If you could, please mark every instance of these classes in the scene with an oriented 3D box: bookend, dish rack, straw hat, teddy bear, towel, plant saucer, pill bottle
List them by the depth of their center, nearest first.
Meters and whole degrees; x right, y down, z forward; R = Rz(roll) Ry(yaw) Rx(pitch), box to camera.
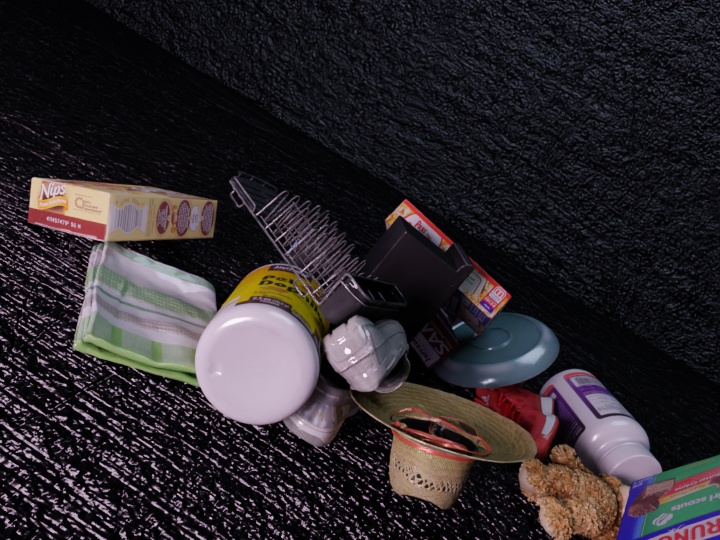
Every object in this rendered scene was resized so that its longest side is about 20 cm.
[{"bbox_3d":[0.067,0.178,0.602,0.198,0.086,0.201,14,4,-1],"label":"straw hat"},{"bbox_3d":[-0.086,0.059,0.620,0.108,0.110,0.200,28,13,-6],"label":"pill bottle"},{"bbox_3d":[-0.045,-0.027,0.643,0.201,0.054,0.153,52,10,15],"label":"dish rack"},{"bbox_3d":[-0.208,0.040,0.644,0.148,0.031,0.200,22,17,-27],"label":"towel"},{"bbox_3d":[0.265,0.269,0.728,0.199,0.067,0.145,30,21,-16],"label":"teddy bear"},{"bbox_3d":[0.000,0.000,0.791,0.199,0.199,0.092,36,14,-14],"label":"bookend"},{"bbox_3d":[0.345,0.240,0.911,0.110,0.112,0.200,26,16,-16],"label":"pill bottle"},{"bbox_3d":[0.202,0.113,0.965,0.197,0.028,0.201,-13,20,5],"label":"plant saucer"}]

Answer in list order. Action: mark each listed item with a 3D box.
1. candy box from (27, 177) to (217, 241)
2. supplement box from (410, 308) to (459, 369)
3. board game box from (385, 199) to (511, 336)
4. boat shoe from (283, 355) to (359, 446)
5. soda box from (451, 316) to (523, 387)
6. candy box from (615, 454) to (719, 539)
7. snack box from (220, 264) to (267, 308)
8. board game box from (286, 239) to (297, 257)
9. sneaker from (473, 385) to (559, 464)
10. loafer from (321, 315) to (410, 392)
[{"bbox_3d":[-0.279,-0.073,0.764,0.114,0.056,0.200,13,8,20],"label":"candy box"},{"bbox_3d":[0.091,0.069,0.977,0.109,0.061,0.200,52,8,-5],"label":"supplement box"},{"bbox_3d":[0.123,0.002,0.922,0.200,0.046,0.152,44,-8,13],"label":"board game box"},{"bbox_3d":[-0.025,0.117,0.678,0.074,0.065,0.202,32,15,7],"label":"boat shoe"},{"bbox_3d":[0.209,0.139,1.059,0.063,0.070,0.200,29,14,-16],"label":"soda box"},{"bbox_3d":[0.341,0.263,0.609,0.078,0.169,0.199,57,34,4],"label":"candy box"},{"bbox_3d":[-0.122,0.042,0.818,0.071,0.024,0.200,34,14,-3],"label":"snack box"},{"bbox_3d":[-0.023,0.042,0.941,0.199,0.037,0.152,37,12,-17],"label":"board game box"},{"bbox_3d":[0.207,0.206,0.872,0.114,0.079,0.200,21,5,13],"label":"sneaker"},{"bbox_3d":[0.016,0.089,0.626,0.070,0.070,0.200,58,11,13],"label":"loafer"}]
